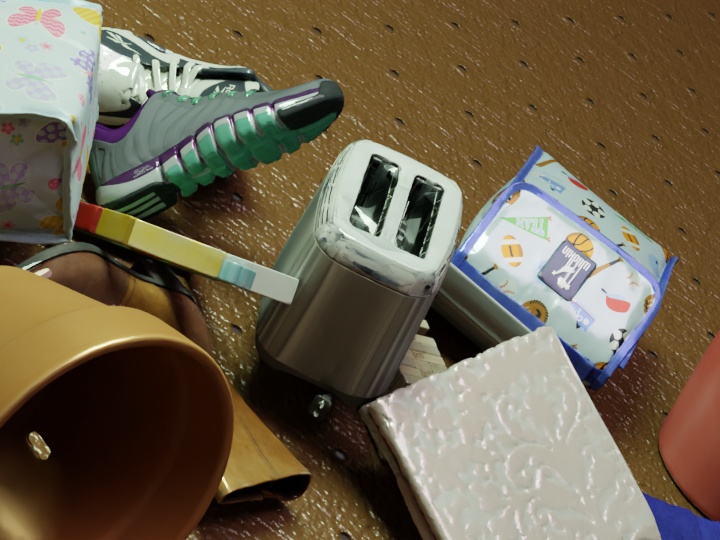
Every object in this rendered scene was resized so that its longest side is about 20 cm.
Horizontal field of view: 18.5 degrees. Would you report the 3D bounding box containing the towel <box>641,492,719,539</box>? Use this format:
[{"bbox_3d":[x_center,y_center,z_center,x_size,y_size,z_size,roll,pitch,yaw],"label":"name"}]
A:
[{"bbox_3d":[0.276,0.258,1.701,0.200,0.050,0.148,23,39,-27],"label":"towel"}]

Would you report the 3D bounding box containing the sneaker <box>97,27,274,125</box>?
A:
[{"bbox_3d":[-0.138,-0.137,1.703,0.199,0.080,0.129,31,-17,-29],"label":"sneaker"}]

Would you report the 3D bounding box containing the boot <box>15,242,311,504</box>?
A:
[{"bbox_3d":[-0.143,0.080,1.464,0.200,0.068,0.188,55,20,26],"label":"boot"}]

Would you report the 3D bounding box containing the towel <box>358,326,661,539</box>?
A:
[{"bbox_3d":[0.111,0.152,1.590,0.200,0.032,0.191,-19,77,-41],"label":"towel"}]

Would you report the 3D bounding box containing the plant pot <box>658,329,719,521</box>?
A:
[{"bbox_3d":[0.358,0.121,1.855,0.200,0.177,0.201,28,30,-17],"label":"plant pot"}]

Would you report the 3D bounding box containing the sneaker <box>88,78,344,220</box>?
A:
[{"bbox_3d":[-0.114,-0.114,1.633,0.074,0.200,0.088,66,-1,-71],"label":"sneaker"}]

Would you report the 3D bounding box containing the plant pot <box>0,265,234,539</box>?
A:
[{"bbox_3d":[-0.193,0.090,1.267,0.200,0.201,0.140,2,27,-48],"label":"plant pot"}]

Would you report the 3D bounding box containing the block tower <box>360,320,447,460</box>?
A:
[{"bbox_3d":[0.023,0.064,1.677,0.054,0.058,0.200,16,34,-36],"label":"block tower"}]

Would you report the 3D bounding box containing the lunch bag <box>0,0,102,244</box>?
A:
[{"bbox_3d":[-0.283,-0.108,1.501,0.199,0.127,0.170,6,35,-4],"label":"lunch bag"}]

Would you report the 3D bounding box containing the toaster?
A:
[{"bbox_3d":[0.000,0.000,1.575,0.113,0.129,0.200,26,35,-4],"label":"toaster"}]

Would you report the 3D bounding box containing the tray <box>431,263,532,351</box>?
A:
[{"bbox_3d":[0.066,0.015,1.778,0.200,0.022,0.107,40,-12,-10],"label":"tray"}]

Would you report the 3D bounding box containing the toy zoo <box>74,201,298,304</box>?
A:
[{"bbox_3d":[-0.129,-0.014,1.536,0.131,0.021,0.200,21,-3,-28],"label":"toy zoo"}]

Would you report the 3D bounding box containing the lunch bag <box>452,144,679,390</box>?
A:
[{"bbox_3d":[0.166,0.004,1.860,0.170,0.124,0.200,38,28,2],"label":"lunch bag"}]
